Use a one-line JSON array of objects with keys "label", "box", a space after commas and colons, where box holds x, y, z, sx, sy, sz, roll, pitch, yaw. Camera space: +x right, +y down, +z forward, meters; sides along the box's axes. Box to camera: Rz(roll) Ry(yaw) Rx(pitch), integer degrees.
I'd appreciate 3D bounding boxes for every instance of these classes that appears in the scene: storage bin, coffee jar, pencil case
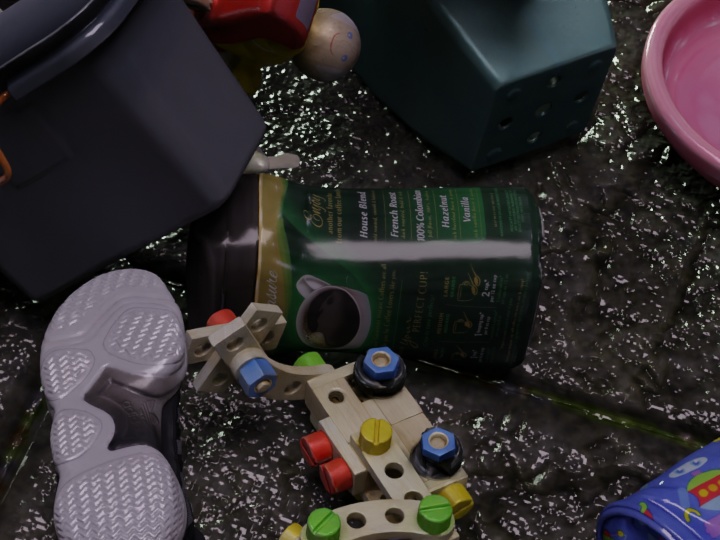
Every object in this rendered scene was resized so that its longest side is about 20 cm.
[{"label": "storage bin", "box": [-0.158, -0.072, 1.055, 0.134, 0.200, 0.146, 50, 35, -20]}, {"label": "coffee jar", "box": [0.000, 0.000, 1.108, 0.200, 0.104, 0.085, 3, 44, -6]}, {"label": "pencil case", "box": [0.224, 0.122, 1.056, 0.200, 0.078, 0.087, -27, 31, -25]}]

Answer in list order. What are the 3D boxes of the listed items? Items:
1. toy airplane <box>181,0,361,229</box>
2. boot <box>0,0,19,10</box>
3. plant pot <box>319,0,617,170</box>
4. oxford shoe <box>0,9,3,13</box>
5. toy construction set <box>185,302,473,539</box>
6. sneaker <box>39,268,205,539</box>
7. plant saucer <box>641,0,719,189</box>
[{"label": "toy airplane", "box": [-0.070, -0.149, 1.181, 0.141, 0.200, 0.199, 17, 39, -15]}, {"label": "boot", "box": [-0.258, -0.203, 1.187, 0.200, 0.174, 0.069, 14, 52, 3]}, {"label": "plant pot", "box": [0.066, -0.175, 1.235, 0.141, 0.141, 0.200, -19, 62, -21]}, {"label": "oxford shoe", "box": [-0.249, -0.160, 1.142, 0.075, 0.200, 0.058, -17, 54, 5]}, {"label": "toy construction set", "box": [-0.016, 0.104, 1.040, 0.131, 0.092, 0.200, -21, 68, -22]}, {"label": "sneaker", "box": [-0.121, 0.100, 1.010, 0.075, 0.114, 0.200, -6, 47, 0]}, {"label": "plant saucer", "box": [0.279, -0.110, 1.264, 0.200, 0.051, 0.201, 3, 52, -4]}]
